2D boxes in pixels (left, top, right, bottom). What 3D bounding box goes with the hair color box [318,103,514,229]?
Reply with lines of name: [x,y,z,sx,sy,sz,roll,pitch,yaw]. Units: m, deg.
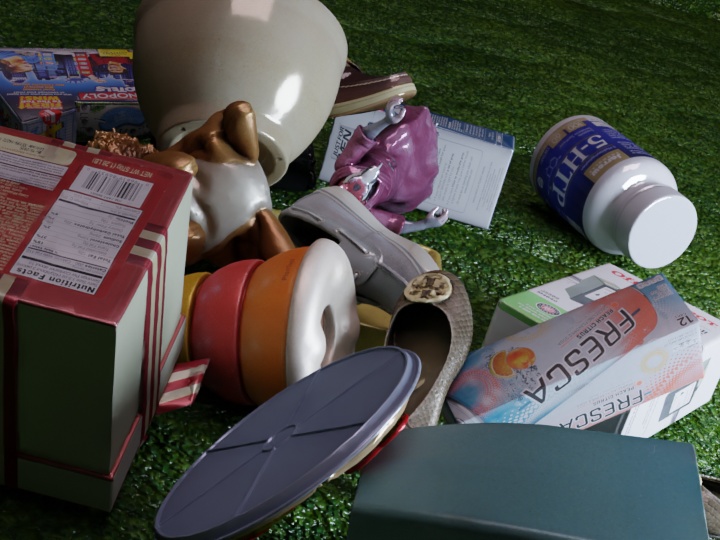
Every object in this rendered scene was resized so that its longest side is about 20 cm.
hair color box: [0.063,-0.126,1.504,0.200,0.100,0.061,17,23,0]

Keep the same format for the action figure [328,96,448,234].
action figure: [0.008,-0.098,1.311,0.149,0.134,0.200,-9,12,27]

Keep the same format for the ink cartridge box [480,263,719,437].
ink cartridge box: [0.218,0.073,1.181,0.145,0.084,0.200,30,27,29]

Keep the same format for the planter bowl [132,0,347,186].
planter bowl: [-0.116,-0.156,1.226,0.200,0.200,0.135,11,62,-11]

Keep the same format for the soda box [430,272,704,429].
soda box: [0.159,0.078,1.027,0.200,0.068,0.064,-23,43,-4]

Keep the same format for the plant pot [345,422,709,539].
plant pot: [0.091,0.176,0.814,0.200,0.142,0.141,12,23,5]

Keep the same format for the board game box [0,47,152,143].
board game box: [-0.302,-0.165,1.379,0.200,0.062,0.200,-2,31,-17]

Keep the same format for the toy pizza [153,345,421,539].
toy pizza: [-0.042,0.117,0.845,0.032,0.200,0.200,56,21,-12]

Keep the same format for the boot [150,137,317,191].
boot: [-0.122,-0.109,1.391,0.162,0.073,0.198,10,24,-26]

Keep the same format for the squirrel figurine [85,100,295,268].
squirrel figurine: [-0.177,-0.049,1.104,0.186,0.142,0.200,-20,16,-18]

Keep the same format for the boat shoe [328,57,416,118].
boat shoe: [-0.037,-0.189,1.352,0.200,0.072,0.072,-3,9,37]

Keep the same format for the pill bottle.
pill bottle: [0.291,-0.088,1.542,0.120,0.120,0.200,3,26,-28]

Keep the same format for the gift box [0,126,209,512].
gift box: [-0.199,0.029,0.877,0.184,0.187,0.200,17,39,6]

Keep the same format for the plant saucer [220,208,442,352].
plant saucer: [-0.026,0.018,1.194,0.200,0.049,0.200,13,24,-6]

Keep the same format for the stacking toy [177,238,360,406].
stacking toy: [-0.109,0.043,1.023,0.200,0.146,0.146,4,21,14]

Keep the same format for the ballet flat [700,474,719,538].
ballet flat: [0.309,0.180,1.032,0.200,0.046,0.067,14,23,-5]

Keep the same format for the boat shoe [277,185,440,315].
boat shoe: [0.000,-0.001,1.126,0.071,0.070,0.201,-23,43,-26]

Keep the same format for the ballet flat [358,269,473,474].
ballet flat: [0.037,0.074,0.994,0.067,0.046,0.200,-1,51,27]
